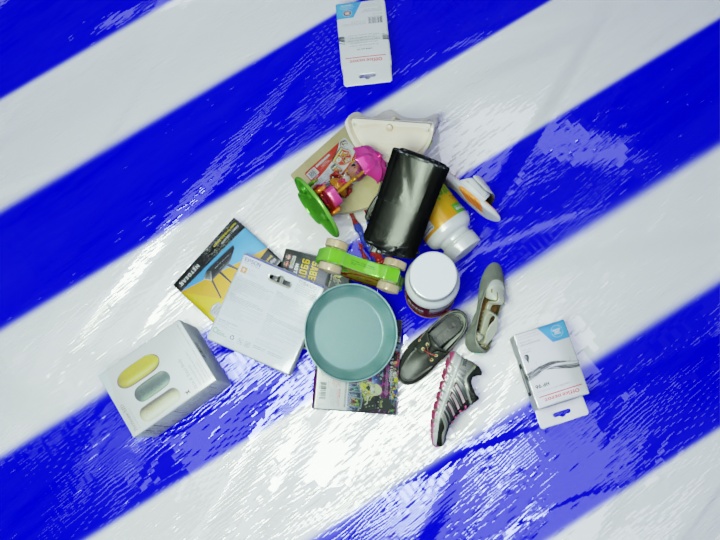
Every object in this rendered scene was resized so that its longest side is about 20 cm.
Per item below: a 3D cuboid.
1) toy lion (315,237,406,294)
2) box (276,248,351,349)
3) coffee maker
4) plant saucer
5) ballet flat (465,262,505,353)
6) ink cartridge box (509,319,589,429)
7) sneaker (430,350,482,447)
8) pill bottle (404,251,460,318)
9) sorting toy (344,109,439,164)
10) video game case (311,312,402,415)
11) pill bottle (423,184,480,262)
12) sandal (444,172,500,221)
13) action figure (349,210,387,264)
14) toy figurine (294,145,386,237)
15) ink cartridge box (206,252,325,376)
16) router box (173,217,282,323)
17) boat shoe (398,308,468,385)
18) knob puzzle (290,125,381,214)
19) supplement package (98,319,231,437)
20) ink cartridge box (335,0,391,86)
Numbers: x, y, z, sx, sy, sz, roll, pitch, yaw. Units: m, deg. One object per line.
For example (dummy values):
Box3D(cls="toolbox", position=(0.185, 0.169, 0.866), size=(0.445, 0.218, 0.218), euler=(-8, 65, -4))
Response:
Box3D(cls="toy lion", position=(0.000, 0.000, 1.608), size=(0.198, 0.192, 0.070), euler=(18, 83, -12))
Box3D(cls="box", position=(-0.114, 0.070, 1.712), size=(0.156, 0.048, 0.203), euler=(15, 80, 7))
Box3D(cls="coffee maker", position=(0.095, -0.133, 1.568), size=(0.133, 0.192, 0.202), euler=(17, 102, -8))
Box3D(cls="plant saucer", position=(-0.022, 0.129, 1.626), size=(0.197, 0.036, 0.203), euler=(2, 82, -12))
Box3D(cls="ballet flat", position=(0.280, 0.082, 1.676), size=(0.067, 0.063, 0.203), euler=(22, 81, -28))
Box3D(cls="ink cartridge box", position=(0.400, 0.218, 1.643), size=(0.114, 0.068, 0.203), euler=(-17, 79, 0))
Box3D(cls="sneaker", position=(0.202, 0.276, 1.640), size=(0.086, 0.074, 0.203), euler=(16, 83, 1))
Box3D(cls="pill bottle", position=(0.147, 0.030, 1.628), size=(0.112, 0.200, 0.116), euler=(-1, 78, 3))
Box3D(cls="sorting toy", position=(0.092, -0.311, 1.725), size=(0.197, 0.108, 0.181), euler=(8, 36, 20))
Box3D(cls="video game case", position=(-0.006, 0.197, 1.658), size=(0.179, 0.036, 0.203), euler=(6, 82, -12))
Box3D(cls="pill bottle", position=(0.167, -0.118, 1.702), size=(0.111, 0.111, 0.201), euler=(-37, 79, -4))
Box3D(cls="sandal", position=(0.238, -0.190, 1.730), size=(0.206, 0.079, 0.059), euler=(41, 86, 12))
Box3D(cls="action figure", position=(0.026, -0.057, 1.733), size=(0.065, 0.052, 0.202), euler=(-22, 80, -6))
Box3D(cls="toy figurine", position=(-0.028, -0.184, 1.657), size=(0.183, 0.200, 0.151), euler=(-37, 99, -9))
Box3D(cls="ink cartridge box", position=(-0.197, 0.092, 1.666), size=(0.197, 0.041, 0.202), euler=(23, 82, 7))
Box3D(cls="router box", position=(-0.289, 0.008, 1.732), size=(0.149, 0.051, 0.200), euler=(40, 83, 8))
Box3D(cls="boat shoe", position=(0.151, 0.161, 1.673), size=(0.074, 0.063, 0.201), euler=(44, 86, 7))
Box3D(cls="knob puzzle", position=(-0.032, -0.204, 1.760), size=(0.216, 0.030, 0.223), euler=(-6, 69, 14))
Box3D(cls="supplement package", position=(-0.404, 0.229, 1.644), size=(0.199, 0.151, 0.153), euler=(-34, 79, -4))
Box3D(cls="ink cartridge box", position=(0.010, -0.509, 1.804), size=(0.114, 0.068, 0.203), euler=(-5, 78, 2))
